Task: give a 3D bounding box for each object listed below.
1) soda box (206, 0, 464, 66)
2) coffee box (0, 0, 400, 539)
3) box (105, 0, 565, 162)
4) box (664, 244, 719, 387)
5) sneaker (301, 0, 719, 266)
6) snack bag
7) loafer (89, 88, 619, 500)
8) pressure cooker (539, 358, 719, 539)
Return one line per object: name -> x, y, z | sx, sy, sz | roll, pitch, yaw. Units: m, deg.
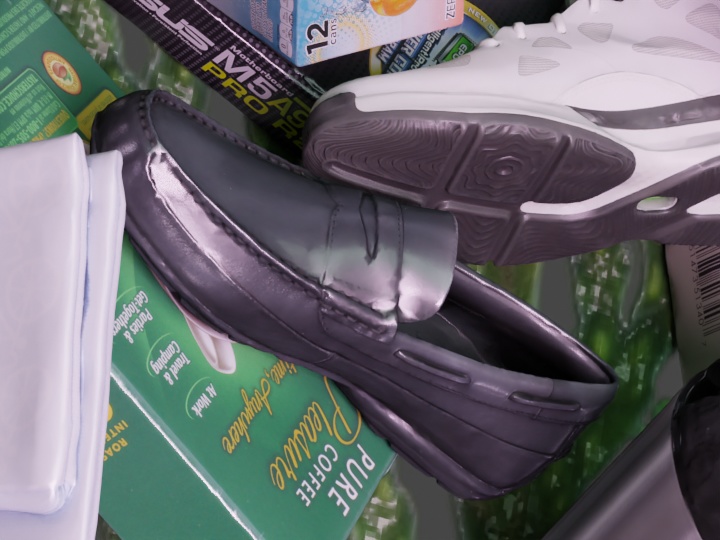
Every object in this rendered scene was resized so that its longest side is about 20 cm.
soda box -> -0.007, -0.169, 0.841 | 0.068, 0.064, 0.200 | -16, 124, -29
coffee box -> -0.075, 0.013, 0.853 | 0.200, 0.044, 0.123 | 49, 27, -9
box -> 0.015, -0.134, 0.968 | 0.160, 0.044, 0.200 | 39, 63, -13
box -> 0.216, 0.005, 1.021 | 0.200, 0.068, 0.082 | 0, 76, -27
sneaker -> 0.068, -0.068, 0.927 | 0.200, 0.076, 0.116 | 1, 56, -21
snack bag -> -0.152, 0.069, 0.758 | 0.021, 0.188, 0.200 | 27, 61, -57
loafer -> 0.000, 0.000, 0.859 | 0.200, 0.070, 0.068 | 37, 30, -30
pressure cooker -> 0.121, 0.144, 0.869 | 0.176, 0.200, 0.179 | 36, 30, -8
